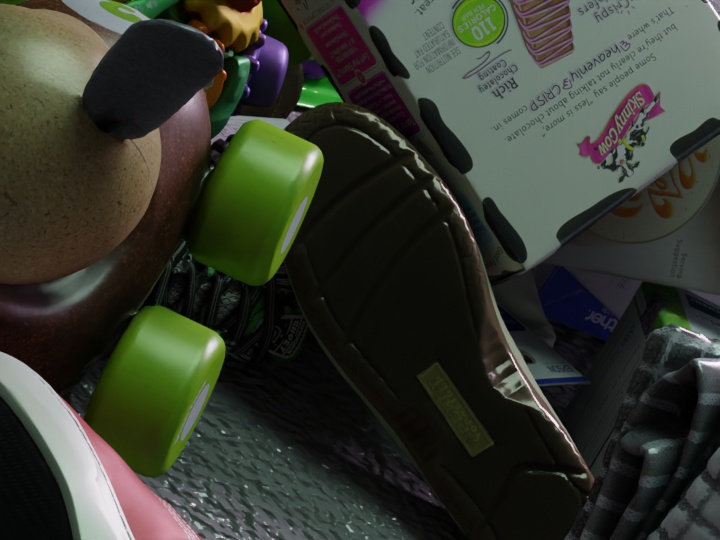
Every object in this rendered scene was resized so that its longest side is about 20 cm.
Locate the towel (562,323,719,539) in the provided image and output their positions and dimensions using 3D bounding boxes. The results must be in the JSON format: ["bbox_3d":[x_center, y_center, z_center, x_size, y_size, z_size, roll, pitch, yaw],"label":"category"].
[{"bbox_3d":[0.147,0.116,0.973,0.200,0.166,0.086,19,20,-34],"label":"towel"}]

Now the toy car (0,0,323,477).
[{"bbox_3d":[-0.102,-0.051,0.903,0.164,0.200,0.158,25,62,4],"label":"toy car"}]

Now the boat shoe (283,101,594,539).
[{"bbox_3d":[0.025,0.029,1.094,0.200,0.072,0.076,64,1,0],"label":"boat shoe"}]

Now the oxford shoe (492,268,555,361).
[{"bbox_3d":[0.047,-0.028,1.324,0.075,0.058,0.200,25,23,-29],"label":"oxford shoe"}]

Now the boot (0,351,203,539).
[{"bbox_3d":[-0.047,0.107,0.856,0.144,0.072,0.200,5,41,-52],"label":"boot"}]

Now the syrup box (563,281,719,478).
[{"bbox_3d":[0.144,0.087,1.158,0.079,0.081,0.200,25,19,-13],"label":"syrup box"}]

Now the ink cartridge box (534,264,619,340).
[{"bbox_3d":[0.105,-0.032,1.436,0.094,0.044,0.200,21,23,-24],"label":"ink cartridge box"}]

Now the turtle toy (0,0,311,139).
[{"bbox_3d":[-0.079,-0.108,1.152,0.200,0.101,0.146,-17,86,-67],"label":"turtle toy"}]

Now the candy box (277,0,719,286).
[{"bbox_3d":[0.049,-0.111,1.113,0.200,0.136,0.061,57,-23,-3],"label":"candy box"}]

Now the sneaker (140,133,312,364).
[{"bbox_3d":[-0.057,-0.003,1.084,0.085,0.078,0.200,40,22,14],"label":"sneaker"}]

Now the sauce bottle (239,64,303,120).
[{"bbox_3d":[-0.099,-0.136,1.354,0.066,0.066,0.200,13,28,-42],"label":"sauce bottle"}]

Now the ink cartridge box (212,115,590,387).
[{"bbox_3d":[0.000,0.000,1.222,0.200,0.037,0.095,39,20,26],"label":"ink cartridge box"}]

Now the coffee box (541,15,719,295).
[{"bbox_3d":[0.115,-0.058,1.213,0.200,0.114,0.080,10,10,1],"label":"coffee box"}]

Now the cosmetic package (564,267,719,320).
[{"bbox_3d":[0.119,-0.051,1.316,0.200,0.074,0.102,42,35,-1],"label":"cosmetic package"}]

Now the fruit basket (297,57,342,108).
[{"bbox_3d":[0.005,-0.171,1.385,0.155,0.216,0.216,9,30,-47],"label":"fruit basket"}]
